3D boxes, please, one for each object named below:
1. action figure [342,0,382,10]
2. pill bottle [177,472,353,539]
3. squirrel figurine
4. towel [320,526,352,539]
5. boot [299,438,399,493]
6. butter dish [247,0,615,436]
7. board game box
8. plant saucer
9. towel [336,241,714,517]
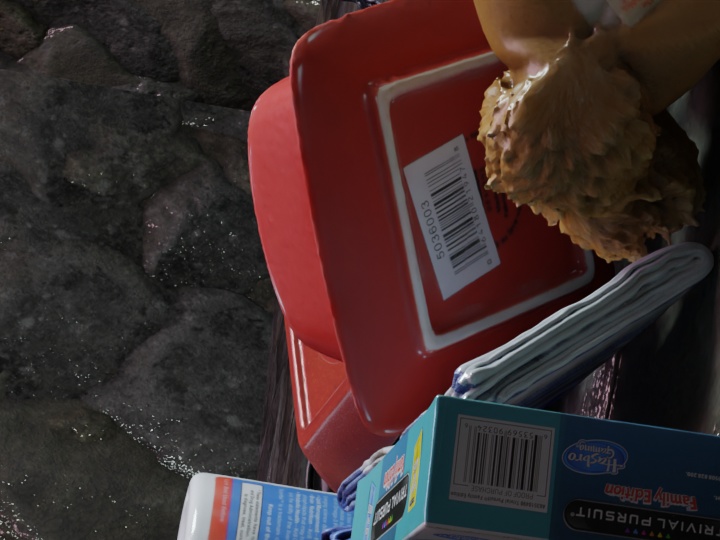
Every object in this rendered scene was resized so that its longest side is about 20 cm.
[{"bbox_3d":[0.081,-0.229,1.678,0.200,0.102,0.119,-44,-37,-14],"label":"action figure"},{"bbox_3d":[-0.009,0.186,1.404,0.112,0.199,0.113,-171,90,-85],"label":"pill bottle"},{"bbox_3d":[0.106,-0.107,1.094,0.187,0.141,0.201,13,-91,-89],"label":"squirrel figurine"},{"bbox_3d":[0.049,0.117,1.184,0.200,0.144,0.024,84,166,-84],"label":"towel"},{"bbox_3d":[0.030,0.088,1.453,0.158,0.079,0.212,178,98,-68],"label":"boot"},{"bbox_3d":[0.015,-0.038,1.217,0.147,0.199,0.201,1,106,46],"label":"butter dish"},{"bbox_3d":[0.083,0.096,0.893,0.200,0.150,0.047,119,159,-74],"label":"board game box"},{"bbox_3d":[0.000,0.000,1.401,0.200,0.037,0.201,127,143,-50],"label":"plant saucer"},{"bbox_3d":[0.072,0.053,1.124,0.024,0.146,0.200,57,155,9],"label":"towel"}]
